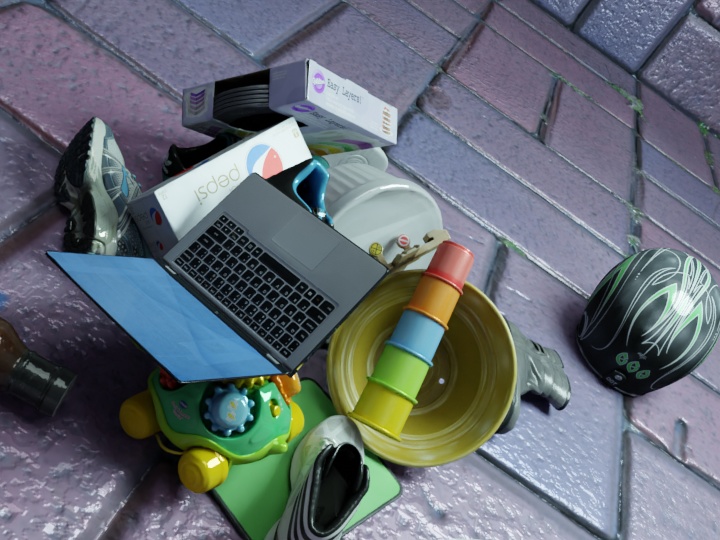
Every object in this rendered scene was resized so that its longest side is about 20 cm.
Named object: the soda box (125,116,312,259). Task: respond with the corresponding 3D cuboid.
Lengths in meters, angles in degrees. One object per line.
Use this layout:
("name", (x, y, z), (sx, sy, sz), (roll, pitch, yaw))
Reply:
("soda box", (-0.139, -0.088, 0.925), (0.199, 0.063, 0.069), (-37, 107, -38))

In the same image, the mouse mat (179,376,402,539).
("mouse mat", (-0.061, 0.185, 0.840), (0.161, 0.008, 0.199), (48, 33, 19))

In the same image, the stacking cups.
("stacking cups", (0.060, 0.068, 0.883), (0.060, 0.201, 0.061), (28, -10, 5))

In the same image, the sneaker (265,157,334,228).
("sneaker", (-0.068, -0.022, 0.843), (0.073, 0.081, 0.202), (29, 45, -40))

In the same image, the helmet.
("helmet", (0.425, 0.066, 1.283), (0.198, 0.191, 0.201), (24, 34, -18))

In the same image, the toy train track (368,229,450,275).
("toy train track", (0.000, 0.000, 0.919), (0.198, 0.115, 0.033), (-28, 82, -12))

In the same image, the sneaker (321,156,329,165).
("sneaker", (-0.075, -0.082, 1.094), (0.078, 0.089, 0.201), (25, 33, -14))

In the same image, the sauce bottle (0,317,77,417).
("sauce bottle", (-0.324, 0.053, 0.704), (0.199, 0.066, 0.066), (32, 32, -8))

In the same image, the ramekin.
("ramekin", (-0.011, -0.027, 0.991), (0.201, 0.204, 0.094), (2, 30, -42))

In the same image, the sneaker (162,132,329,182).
("sneaker", (-0.128, -0.117, 1.024), (0.197, 0.080, 0.072), (-8, 47, -14))

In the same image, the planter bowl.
("planter bowl", (0.060, 0.104, 0.949), (0.200, 0.201, 0.083), (36, -9, 0))

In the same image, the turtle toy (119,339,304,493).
("turtle toy", (-0.136, 0.094, 0.790), (0.199, 0.102, 0.145), (35, 30, 21))

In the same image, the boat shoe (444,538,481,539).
("boat shoe", (0.042, 0.267, 0.775), (0.199, 0.067, 0.074), (-2, 47, -45))

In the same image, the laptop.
("laptop", (-0.115, -0.006, 0.745), (0.187, 0.116, 0.200), (36, 73, 29))

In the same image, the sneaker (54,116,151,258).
("sneaker", (-0.265, -0.074, 0.934), (0.086, 0.077, 0.202), (23, 40, -41))

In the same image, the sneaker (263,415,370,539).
("sneaker", (-0.016, 0.177, 0.777), (0.075, 0.116, 0.201), (31, 32, -5))

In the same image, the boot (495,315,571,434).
("boot", (0.211, 0.141, 1.105), (0.131, 0.070, 0.201), (32, 36, -17))

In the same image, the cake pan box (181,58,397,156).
("cake pan box", (-0.081, -0.180, 1.032), (0.199, 0.182, 0.053), (14, 73, -58))

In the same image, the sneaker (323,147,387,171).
("sneaker", (-0.055, -0.204, 1.285), (0.198, 0.073, 0.113), (14, 40, -30))
